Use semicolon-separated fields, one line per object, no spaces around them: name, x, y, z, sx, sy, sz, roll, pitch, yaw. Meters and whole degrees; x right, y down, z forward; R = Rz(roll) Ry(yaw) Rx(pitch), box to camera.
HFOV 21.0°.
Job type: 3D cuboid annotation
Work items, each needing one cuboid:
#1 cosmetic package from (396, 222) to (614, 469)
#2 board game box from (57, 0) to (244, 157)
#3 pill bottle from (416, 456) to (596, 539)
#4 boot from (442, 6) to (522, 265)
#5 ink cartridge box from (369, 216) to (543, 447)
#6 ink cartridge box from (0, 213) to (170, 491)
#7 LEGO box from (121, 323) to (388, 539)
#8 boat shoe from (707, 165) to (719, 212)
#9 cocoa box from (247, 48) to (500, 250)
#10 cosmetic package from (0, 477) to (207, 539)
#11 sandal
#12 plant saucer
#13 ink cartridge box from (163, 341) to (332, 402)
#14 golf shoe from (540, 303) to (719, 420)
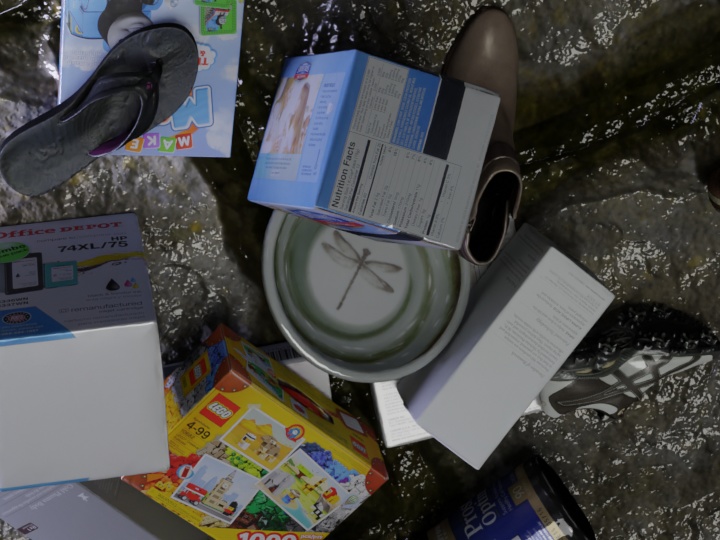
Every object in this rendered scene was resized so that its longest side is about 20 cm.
cosmetic package;0.127;0.066;1.742;0.081;0.113;0.200;35;97;-14
board game box;-0.174;-0.192;1.612;0.150;0.037;0.201;0;119;-13
pill bottle;0.123;0.281;1.899;0.199;0.112;0.112;-36;120;8
boot;0.110;-0.108;1.656;0.070;0.146;0.201;3;115;-9
ink cartridge box;0.079;0.051;1.811;0.160;0.050;0.202;-13;102;-5
ink cartridge box;-0.246;0.065;1.643;0.146;0.200;0.147;-7;119;-9
LEGO box;-0.099;0.165;1.753;0.200;0.077;0.149;37;108;-30
boat shoe;0.417;-0.072;1.793;0.201;0.075;0.075;-11;127;-7
cocoa box;0.006;-0.099;1.591;0.130;0.200;0.134;15;89;-19
cosmetic package;-0.242;0.212;1.778;0.107;0.091;0.200;-32;120;33
sandal;-0.210;-0.123;1.593;0.200;0.048;0.075;-38;119;11
plant saucer;0.000;0.000;1.721;0.199;0.050;0.202;3;83;-22
ink cartridge box;-0.103;0.168;1.823;0.161;0.057;0.201;-11;116;-7
golf shoe;0.250;0.090;1.834;0.199;0.078;0.095;-4;124;-25
